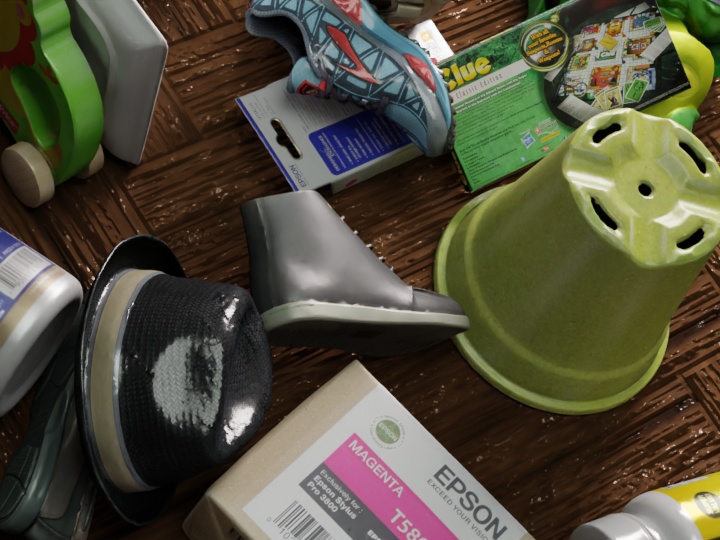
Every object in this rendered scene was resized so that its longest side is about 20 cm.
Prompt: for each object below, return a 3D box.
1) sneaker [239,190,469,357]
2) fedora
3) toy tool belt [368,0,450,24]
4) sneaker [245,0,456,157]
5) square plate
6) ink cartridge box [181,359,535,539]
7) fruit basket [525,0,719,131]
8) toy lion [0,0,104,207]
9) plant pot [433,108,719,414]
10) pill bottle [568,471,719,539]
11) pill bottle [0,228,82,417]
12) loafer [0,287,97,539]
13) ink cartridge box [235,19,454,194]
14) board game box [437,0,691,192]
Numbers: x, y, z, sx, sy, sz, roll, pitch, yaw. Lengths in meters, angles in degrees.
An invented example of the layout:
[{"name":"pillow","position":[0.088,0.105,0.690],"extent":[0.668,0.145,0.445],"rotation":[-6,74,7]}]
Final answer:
[{"name":"sneaker","position":[0.000,0.000,1.600],"extent":[0.200,0.075,0.107],"rotation":[8,64,-46]},{"name":"fedora","position":[-0.116,0.071,1.478],"extent":[0.091,0.201,0.201],"rotation":[-4,57,19]},{"name":"toy tool belt","position":[0.029,-0.260,1.680],"extent":[0.123,0.200,0.125],"rotation":[27,76,-10]},{"name":"sneaker","position":[-0.012,-0.149,1.680],"extent":[0.095,0.079,0.200],"rotation":[-36,71,-23]},{"name":"square plate","position":[-0.215,-0.186,1.578],"extent":[0.028,0.198,0.200],"rotation":[-34,78,-23]},{"name":"ink cartridge box","position":[0.004,0.188,1.531],"extent":[0.200,0.075,0.165],"rotation":[44,57,7]},{"name":"fruit basket","position":[0.242,-0.205,1.810],"extent":[0.215,0.156,0.216],"rotation":[13,41,-11]},{"name":"toy lion","position":[-0.248,-0.170,1.557],"extent":[0.069,0.192,0.200],"rotation":[-32,78,-31]},{"name":"plant pot","position":[0.179,-0.021,1.649],"extent":[0.200,0.184,0.201],"rotation":[10,59,-17]},{"name":"pill bottle","position":[0.256,0.207,1.596],"extent":[0.199,0.114,0.115],"rotation":[-13,68,-26]},{"name":"pill bottle","position":[-0.298,0.003,1.486],"extent":[0.200,0.116,0.116],"rotation":[34,56,5]},{"name":"loafer","position":[-0.191,0.100,1.516],"extent":[0.063,0.072,0.200],"rotation":[32,61,-24]},{"name":"ink cartridge box","position":[0.001,-0.123,1.725],"extent":[0.200,0.037,0.095],"rotation":[-24,74,-33]},{"name":"board game box","position":[0.152,-0.150,1.729],"extent":[0.200,0.023,0.105],"rotation":[-25,100,-10]}]
